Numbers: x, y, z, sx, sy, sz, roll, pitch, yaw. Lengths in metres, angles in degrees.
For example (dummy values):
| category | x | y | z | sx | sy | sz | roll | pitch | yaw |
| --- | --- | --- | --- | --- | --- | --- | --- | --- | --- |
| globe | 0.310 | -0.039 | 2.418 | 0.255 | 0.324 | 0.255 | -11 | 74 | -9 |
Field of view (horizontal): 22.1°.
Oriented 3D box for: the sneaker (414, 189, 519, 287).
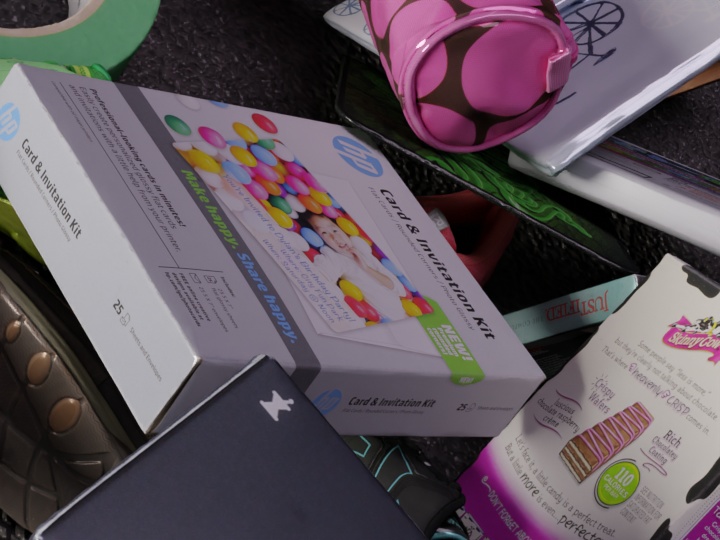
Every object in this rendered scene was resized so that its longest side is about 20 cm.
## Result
| category | x | y | z | sx | sy | sz | roll | pitch | yaw |
| --- | --- | --- | --- | --- | --- | --- | --- | --- | --- |
| sneaker | 0.000 | 0.000 | 0.859 | 0.199 | 0.087 | 0.074 | -24 | 74 | -45 |

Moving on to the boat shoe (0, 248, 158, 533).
| category | x | y | z | sx | sy | sz | roll | pitch | yaw |
| --- | --- | --- | --- | --- | --- | --- | --- | --- | --- |
| boat shoe | -0.101 | 0.075 | 0.746 | 0.201 | 0.074 | 0.073 | 56 | 30 | -3 |

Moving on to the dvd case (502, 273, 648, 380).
| category | x | y | z | sx | sy | sz | roll | pitch | yaw |
| --- | --- | --- | --- | --- | --- | --- | --- | --- | --- |
| dvd case | 0.164 | 0.037 | 0.918 | 0.198 | 0.146 | 0.022 | 7 | 74 | -32 |

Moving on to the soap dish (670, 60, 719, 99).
| category | x | y | z | sx | sy | sz | roll | pitch | yaw |
| --- | --- | --- | --- | --- | --- | --- | --- | --- | --- |
| soap dish | 0.136 | -0.180 | 1.105 | 0.157 | 0.081 | 0.201 | -21 | 73 | -45 |

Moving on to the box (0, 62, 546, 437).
| category | x | y | z | sx | sy | sz | roll | pitch | yaw |
| --- | --- | --- | --- | --- | --- | --- | --- | --- | --- |
| box | -0.036 | -0.004 | 0.728 | 0.199 | 0.041 | 0.156 | 8 | 39 | -48 |

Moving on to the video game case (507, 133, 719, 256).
| category | x | y | z | sx | sy | sz | roll | pitch | yaw |
| --- | --- | --- | --- | --- | --- | --- | --- | --- | --- |
| video game case | 0.190 | -0.027 | 0.961 | 0.199 | 0.023 | 0.182 | 24 | 12 | 17 |

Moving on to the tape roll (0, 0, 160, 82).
| category | x | y | z | sx | sy | sz | roll | pitch | yaw |
| --- | --- | --- | --- | --- | --- | --- | --- | --- | --- |
| tape roll | -0.190 | -0.155 | 0.859 | 0.199 | 0.048 | 0.202 | 20 | 49 | -24 |

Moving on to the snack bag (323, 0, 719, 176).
| category | x | y | z | sx | sy | sz | roll | pitch | yaw |
| --- | --- | --- | --- | --- | --- | --- | --- | --- | --- |
| snack bag | 0.106 | -0.138 | 0.951 | 0.188 | 0.022 | 0.200 | -34 | 44 | -15 |

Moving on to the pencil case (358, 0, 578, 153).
| category | x | y | z | sx | sy | sz | roll | pitch | yaw |
| --- | --- | --- | --- | --- | --- | --- | --- | --- | --- |
| pencil case | 0.046 | -0.140 | 0.894 | 0.093 | 0.091 | 0.201 | 0 | 39 | -11 |

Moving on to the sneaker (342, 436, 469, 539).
| category | x | y | z | sx | sy | sz | roll | pitch | yaw |
| --- | --- | --- | --- | --- | --- | --- | --- | --- | --- |
| sneaker | 0.010 | 0.108 | 0.759 | 0.201 | 0.078 | 0.076 | -84 | 161 | -59 |

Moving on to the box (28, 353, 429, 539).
| category | x | y | z | sx | sy | sz | roll | pitch | yaw |
| --- | --- | --- | --- | --- | --- | --- | --- | --- | --- |
| box | -0.047 | 0.172 | 0.611 | 0.200 | 0.198 | 0.123 | 48 | 43 | 5 |

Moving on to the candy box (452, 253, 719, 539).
| category | x | y | z | sx | sy | sz | roll | pitch | yaw |
| --- | --- | --- | --- | --- | --- | --- | --- | --- | --- |
| candy box | 0.104 | 0.101 | 0.751 | 0.061 | 0.200 | 0.136 | 43 | 1 | -25 |

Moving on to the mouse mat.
| category | x | y | z | sx | sy | sz | roll | pitch | yaw |
| --- | --- | --- | --- | --- | --- | --- | --- | --- | --- |
| mouse mat | 0.059 | -0.057 | 0.918 | 0.160 | 0.008 | 0.200 | 28 | 14 | -6 |

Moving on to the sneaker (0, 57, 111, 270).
| category | x | y | z | sx | sy | sz | roll | pitch | yaw |
| --- | --- | --- | --- | --- | --- | --- | --- | --- | --- |
| sneaker | -0.147 | -0.062 | 0.777 | 0.199 | 0.084 | 0.074 | 36 | -2 | -28 |
